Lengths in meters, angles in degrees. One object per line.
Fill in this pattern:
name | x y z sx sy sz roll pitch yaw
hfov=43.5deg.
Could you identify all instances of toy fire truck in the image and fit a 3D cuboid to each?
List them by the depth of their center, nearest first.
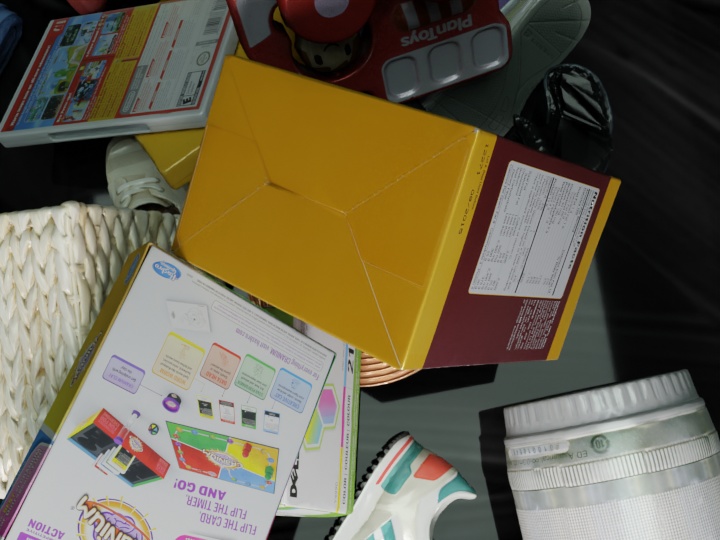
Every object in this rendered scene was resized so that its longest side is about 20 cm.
toy fire truck | 0.011 -0.187 0.653 0.200 0.168 0.112 -21 44 -5

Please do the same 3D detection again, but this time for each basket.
basket | -0.217 0.058 0.664 0.160 0.198 0.201 -7 88 18

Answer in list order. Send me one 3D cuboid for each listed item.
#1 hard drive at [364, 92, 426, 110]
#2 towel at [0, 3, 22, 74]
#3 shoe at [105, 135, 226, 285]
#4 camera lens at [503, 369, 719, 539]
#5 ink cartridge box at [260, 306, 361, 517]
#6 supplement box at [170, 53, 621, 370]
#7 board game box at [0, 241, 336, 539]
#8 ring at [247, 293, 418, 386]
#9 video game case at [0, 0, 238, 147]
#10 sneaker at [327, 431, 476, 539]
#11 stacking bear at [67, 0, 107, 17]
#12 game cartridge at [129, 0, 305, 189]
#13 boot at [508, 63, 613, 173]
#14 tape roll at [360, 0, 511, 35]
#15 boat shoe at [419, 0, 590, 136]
hard drive | -0.028 -0.079 0.747 0.200 0.042 0.135 -37 96 3
towel | -0.417 -0.221 0.815 0.200 0.049 0.112 21 80 4
shoe | -0.166 -0.037 0.778 0.070 0.053 0.200 -27 81 -4
camera lens | 0.201 0.188 0.682 0.160 0.160 0.201 -12 80 -2
ink cartridge box | -0.079 0.097 0.651 0.076 0.200 0.148 -6 71 26
supplement box | 0.027 -0.036 0.592 0.197 0.200 0.133 24 101 36
board game box | -0.115 0.106 0.559 0.153 0.040 0.200 34 62 -24
ring | 0.000 0.000 0.780 0.200 0.019 0.201 -1 82 8
video game case | -0.199 -0.170 0.759 0.200 0.017 0.143 -2 56 20
sneaker | 0.019 0.235 0.720 0.093 0.070 0.200 30 79 11
stacking bear | -0.160 -0.294 0.774 0.199 0.114 0.122 2 79 11
game cartridge | -0.129 -0.177 0.768 0.176 0.032 0.200 -36 53 -5
boot | 0.141 -0.046 0.720 0.076 0.168 0.201 9 81 2
tape roll | 0.048 -0.270 0.741 0.200 0.200 0.066 -30 51 -5
boat shoe | 0.110 -0.171 0.785 0.074 0.065 0.202 34 107 -27
